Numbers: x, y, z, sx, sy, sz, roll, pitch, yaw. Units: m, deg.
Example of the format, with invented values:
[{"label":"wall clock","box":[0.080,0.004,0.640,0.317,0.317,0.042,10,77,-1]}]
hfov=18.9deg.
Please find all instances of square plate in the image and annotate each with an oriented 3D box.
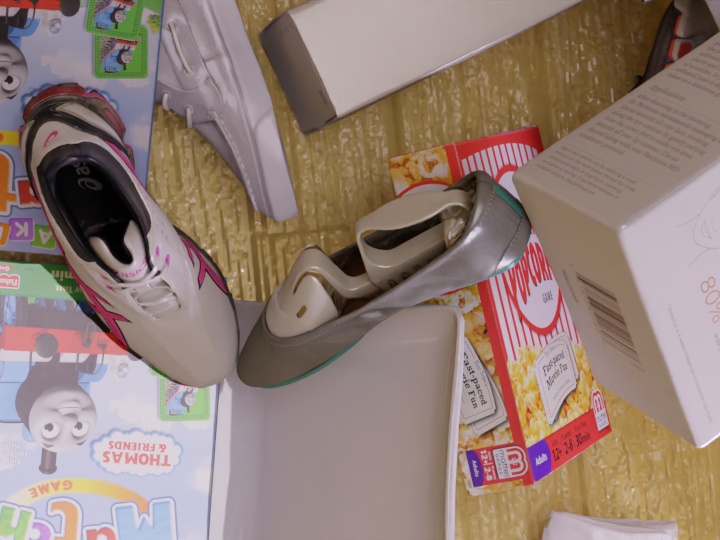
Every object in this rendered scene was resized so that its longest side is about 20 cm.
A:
[{"label":"square plate","box":[-0.015,0.119,1.264,0.028,0.197,0.202,5,87,-48]}]

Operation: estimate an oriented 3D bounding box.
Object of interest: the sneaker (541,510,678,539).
[{"label":"sneaker","box":[0.194,0.219,1.352,0.199,0.074,0.116,23,87,-11]}]

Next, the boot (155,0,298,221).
[{"label":"boot","box":[-0.108,-0.114,1.298,0.095,0.074,0.201,-19,89,-3]}]

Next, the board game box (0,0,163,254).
[{"label":"board game box","box":[-0.192,-0.108,1.233,0.150,0.037,0.201,4,114,-8]}]

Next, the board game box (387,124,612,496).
[{"label":"board game box","box":[0.086,0.019,1.295,0.046,0.151,0.201,-13,93,25]}]

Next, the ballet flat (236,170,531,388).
[{"label":"ballet flat","box":[0.000,0.000,1.208,0.199,0.068,0.064,-27,130,21]}]

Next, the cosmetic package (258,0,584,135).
[{"label":"cosmetic package","box":[0.047,-0.159,1.311,0.199,0.103,0.073,-26,94,-14]}]

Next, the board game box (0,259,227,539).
[{"label":"board game box","box":[-0.161,0.099,1.286,0.150,0.037,0.202,4,88,-10]}]

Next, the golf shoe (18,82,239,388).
[{"label":"golf shoe","box":[-0.131,-0.004,1.210,0.072,0.092,0.201,-29,116,7]}]

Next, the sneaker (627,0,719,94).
[{"label":"sneaker","box":[0.168,-0.080,1.346,0.077,0.082,0.201,12,94,-53]}]

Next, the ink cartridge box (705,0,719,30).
[{"label":"ink cartridge box","box":[0.220,-0.245,1.308,0.043,0.196,0.201,-26,87,29]}]

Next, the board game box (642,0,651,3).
[{"label":"board game box","box":[0.192,-0.223,1.314,0.023,0.200,0.105,-25,89,29]}]

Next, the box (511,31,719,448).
[{"label":"box","box":[0.209,-0.031,1.179,0.199,0.106,0.153,-33,121,-15]}]
